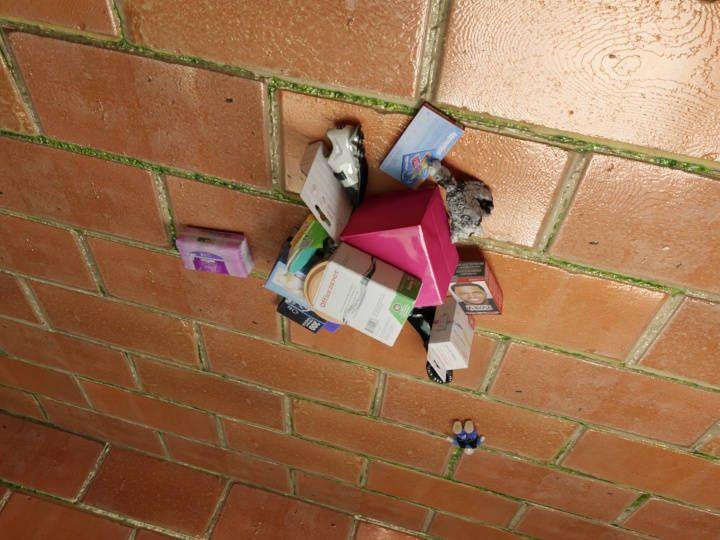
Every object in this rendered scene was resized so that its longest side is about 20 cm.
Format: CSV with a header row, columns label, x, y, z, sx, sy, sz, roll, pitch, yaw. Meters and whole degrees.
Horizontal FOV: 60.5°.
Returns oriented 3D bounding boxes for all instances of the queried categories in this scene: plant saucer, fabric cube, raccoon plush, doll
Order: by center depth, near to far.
label,x,y,z,sx,sy,sz,roll,pitch,yaw
raccoon plush,0.207,-0.155,1.387,0.200,0.097,0.134,48,146,-3
fabric cube,0.094,-0.052,1.409,0.195,0.200,0.200,-7,120,26
plant saucer,-0.046,0.056,1.551,0.199,0.032,0.201,4,123,6
doll,0.366,0.587,2.157,0.135,0.049,0.200,-7,140,15

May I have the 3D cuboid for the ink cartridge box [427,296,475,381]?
label,x,y,z,sx,sy,sz,roll,pitch,yaw
ink cartridge box,0.242,0.181,1.635,0.067,0.201,0.117,-13,131,33

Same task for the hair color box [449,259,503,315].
label,x,y,z,sx,sy,sz,roll,pitch,yaw
hair color box,0.286,0.047,1.536,0.101,0.062,0.200,-4,152,25

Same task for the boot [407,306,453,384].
label,x,y,z,sx,sy,sz,roll,pitch,yaw
boot,0.193,0.201,1.710,0.211,0.158,0.079,40,136,-23

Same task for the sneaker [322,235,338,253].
label,x,y,z,sx,sy,sz,roll,pitch,yaw
sneaker,-0.029,-0.069,1.497,0.086,0.081,0.200,-19,166,22

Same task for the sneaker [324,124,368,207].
label,x,y,z,sx,sy,sz,roll,pitch,yaw
sneaker,-0.033,-0.236,1.385,0.088,0.074,0.201,5,128,15

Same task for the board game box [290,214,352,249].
label,x,y,z,sx,sy,sz,roll,pitch,yaw
board game box,-0.070,-0.095,1.487,0.096,0.199,0.030,-51,61,30

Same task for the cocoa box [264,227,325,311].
label,x,y,z,sx,sy,sz,roll,pitch,yaw
cocoa box,-0.131,0.009,1.646,0.199,0.132,0.133,27,139,-9

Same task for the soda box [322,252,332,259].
label,x,y,z,sx,sy,sz,roll,pitch,yaw
soda box,0.000,0.000,1.591,0.199,0.068,0.064,22,141,-13

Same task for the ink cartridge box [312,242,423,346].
label,x,y,z,sx,sy,sz,roll,pitch,yaw
ink cartridge box,0.013,0.051,1.331,0.199,0.083,0.147,26,129,2

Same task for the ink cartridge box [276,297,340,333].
label,x,y,z,sx,sy,sz,roll,pitch,yaw
ink cartridge box,-0.126,0.112,1.829,0.199,0.044,0.198,29,139,-13

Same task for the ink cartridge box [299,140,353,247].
label,x,y,z,sx,sy,sz,roll,pitch,yaw
ink cartridge box,-0.083,-0.168,1.376,0.057,0.201,0.163,-14,130,32

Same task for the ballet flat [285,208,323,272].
label,x,y,z,sx,sy,sz,roll,pitch,yaw
ballet flat,-0.127,-0.083,1.533,0.062,0.200,0.067,44,-173,28

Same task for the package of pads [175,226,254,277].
label,x,y,z,sx,sy,sz,roll,pitch,yaw
package of pads,-0.405,-0.050,1.732,0.199,0.076,0.121,8,137,14

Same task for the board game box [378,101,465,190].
label,x,y,z,sx,sy,sz,roll,pitch,yaw
board game box,0.128,-0.263,1.327,0.103,0.020,0.200,30,139,-10

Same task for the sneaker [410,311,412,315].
label,x,y,z,sx,sy,sz,roll,pitch,yaw
sneaker,0.148,0.051,1.607,0.073,0.081,0.200,-4,150,-21
